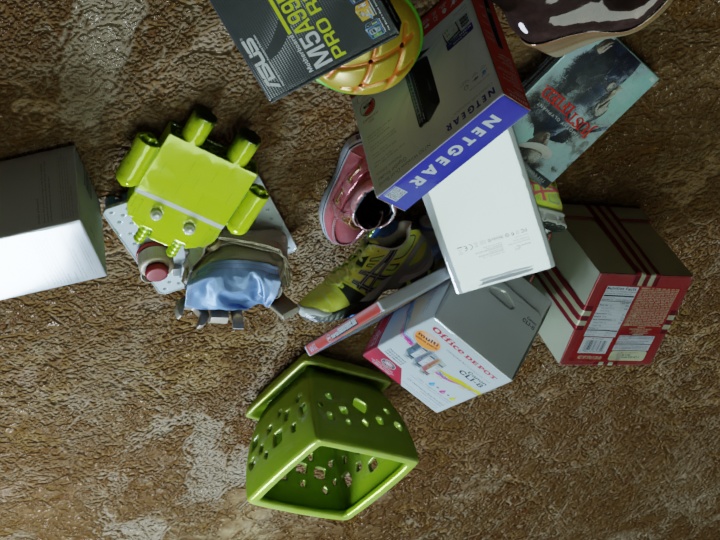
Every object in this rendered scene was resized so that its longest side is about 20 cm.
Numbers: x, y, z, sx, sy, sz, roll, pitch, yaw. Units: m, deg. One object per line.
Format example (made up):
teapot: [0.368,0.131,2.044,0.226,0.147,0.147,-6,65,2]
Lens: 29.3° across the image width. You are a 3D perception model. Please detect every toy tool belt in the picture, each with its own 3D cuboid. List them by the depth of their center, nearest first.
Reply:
toy tool belt: [-0.183,0.016,1.768,0.199,0.123,0.125,-4,143,-13]

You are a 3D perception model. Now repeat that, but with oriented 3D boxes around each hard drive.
hard drive: [0.151,-0.076,1.704,0.131,0.026,0.201,-16,115,11]

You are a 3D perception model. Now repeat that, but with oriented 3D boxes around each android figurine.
android figurine: [-0.208,-0.101,1.679,0.181,0.041,0.200,26,118,-23]

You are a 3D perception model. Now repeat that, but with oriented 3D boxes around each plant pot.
plant pot: [-0.056,0.248,2.113,0.199,0.182,0.199,17,135,-35]

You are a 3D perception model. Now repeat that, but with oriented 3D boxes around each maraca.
maraca: [-0.016,-0.266,1.503,0.137,0.107,0.200,-44,130,16]

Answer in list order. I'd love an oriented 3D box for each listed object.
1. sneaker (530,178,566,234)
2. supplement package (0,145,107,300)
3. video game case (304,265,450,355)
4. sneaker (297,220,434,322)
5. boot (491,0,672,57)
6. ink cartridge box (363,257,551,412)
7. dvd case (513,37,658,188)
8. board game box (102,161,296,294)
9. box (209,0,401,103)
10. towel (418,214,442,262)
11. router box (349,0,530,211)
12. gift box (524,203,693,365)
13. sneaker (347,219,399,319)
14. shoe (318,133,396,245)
sneaker: [0.199,-0.107,1.794,0.078,0.091,0.200,-9,163,33]
supplement package: [-0.418,-0.050,1.651,0.199,0.120,0.121,-13,146,-1]
video game case: [0.027,0.051,1.811,0.143,0.018,0.200,-26,175,-37]
sneaker: [0.000,0.000,1.802,0.199,0.075,0.077,-29,119,-19]
boot: [0.249,-0.321,1.539,0.199,0.073,0.166,-28,144,25]
ink cartridge box: [0.131,0.079,1.886,0.145,0.145,0.200,38,148,-12]
dvd case: [0.256,-0.204,1.700,0.200,0.022,0.146,-43,133,17]
board game box: [-0.205,-0.059,1.787,0.199,0.026,0.200,-18,143,6]
box: [-0.073,-0.296,1.416,0.160,0.044,0.201,-25,111,15]
towel: [0.148,-0.020,1.954,0.146,0.024,0.200,-7,144,-7]
router box: [0.084,-0.197,1.563,0.049,0.180,0.200,23,130,-40]
gift box: [0.317,0.023,1.922,0.184,0.187,0.201,7,125,-28]
sneaker: [0.029,0.009,1.914,0.082,0.071,0.200,10,136,-19]
shoe: [-0.004,-0.077,1.771,0.071,0.091,0.201,-1,142,-16]
